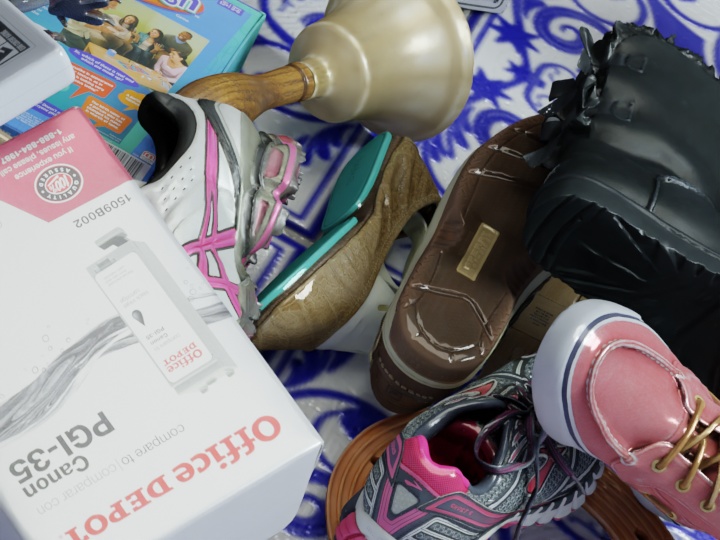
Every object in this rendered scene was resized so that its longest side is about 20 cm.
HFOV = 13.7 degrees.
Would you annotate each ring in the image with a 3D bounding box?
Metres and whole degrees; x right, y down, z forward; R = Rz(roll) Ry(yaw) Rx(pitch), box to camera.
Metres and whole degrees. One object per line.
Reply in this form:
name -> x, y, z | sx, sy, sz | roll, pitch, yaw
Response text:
ring -> 0.073, 0.145, 1.453 | 0.200, 0.019, 0.201 | 16, 39, -14

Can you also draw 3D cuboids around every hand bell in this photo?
hand bell -> -0.038, -0.098, 1.584 | 0.104, 0.104, 0.200 | 43, 36, 19

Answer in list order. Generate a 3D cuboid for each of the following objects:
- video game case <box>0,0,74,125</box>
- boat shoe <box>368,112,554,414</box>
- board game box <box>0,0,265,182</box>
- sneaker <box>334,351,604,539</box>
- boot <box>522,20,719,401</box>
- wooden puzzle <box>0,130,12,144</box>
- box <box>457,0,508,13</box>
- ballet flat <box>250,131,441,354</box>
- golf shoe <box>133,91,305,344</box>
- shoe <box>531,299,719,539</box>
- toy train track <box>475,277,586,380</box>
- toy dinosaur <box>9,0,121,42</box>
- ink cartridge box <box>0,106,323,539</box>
video game case -> -0.246, -0.081, 1.378 | 0.182, 0.023, 0.200 | -32, 35, -13
boat shoe -> 0.060, -0.003, 1.527 | 0.075, 0.075, 0.202 | 37, 49, 5
board game box -> -0.153, -0.109, 1.584 | 0.152, 0.045, 0.200 | 28, 38, 1
sneaker -> 0.071, 0.086, 1.443 | 0.081, 0.075, 0.200 | 38, 38, 13
boot -> 0.170, -0.027, 1.511 | 0.198, 0.073, 0.163 | 34, 38, -9
wooden puzzle -> -0.223, -0.003, 1.427 | 0.185, 0.037, 0.200 | 32, 43, 2
box -> 0.058, -0.267, 1.842 | 0.060, 0.117, 0.200 | 6, 43, -26
ballet flat -> 0.000, 0.000, 1.551 | 0.072, 0.068, 0.200 | 46, 32, -9
golf shoe -> -0.093, 0.002, 1.449 | 0.092, 0.073, 0.201 | 26, 49, -17
shoe -> 0.158, 0.081, 1.423 | 0.091, 0.072, 0.200 | 23, -13, 35
toy train track -> 0.118, -0.002, 1.577 | 0.114, 0.033, 0.200 | 26, 70, 22
toy dinosaur -> -0.145, -0.200, 1.534 | 0.199, 0.105, 0.182 | 16, 54, -23
ink cartridge box -> -0.131, 0.049, 1.328 | 0.146, 0.083, 0.200 | -30, 72, -26
